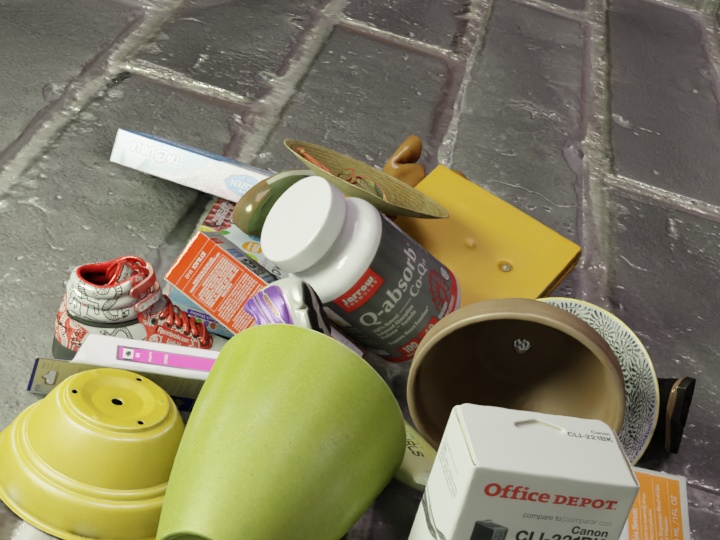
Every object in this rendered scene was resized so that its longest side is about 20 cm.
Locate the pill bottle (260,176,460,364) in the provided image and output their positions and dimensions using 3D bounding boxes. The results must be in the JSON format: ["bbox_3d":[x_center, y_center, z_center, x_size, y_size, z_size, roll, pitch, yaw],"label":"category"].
[{"bbox_3d":[0.000,0.000,1.489,0.199,0.116,0.116,37,11,-36],"label":"pill bottle"}]

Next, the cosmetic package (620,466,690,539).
[{"bbox_3d":[0.194,0.226,1.349,0.197,0.072,0.102,12,48,-8],"label":"cosmetic package"}]

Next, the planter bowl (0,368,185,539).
[{"bbox_3d":[-0.216,0.143,1.291,0.198,0.084,0.201,13,26,-6],"label":"planter bowl"}]

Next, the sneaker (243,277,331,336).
[{"bbox_3d":[-0.058,0.110,1.390,0.082,0.203,0.081,-19,-12,16],"label":"sneaker"}]

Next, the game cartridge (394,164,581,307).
[{"bbox_3d":[0.120,-0.019,1.660,0.199,0.033,0.176,32,50,21],"label":"game cartridge"}]

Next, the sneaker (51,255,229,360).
[{"bbox_3d":[-0.194,0.049,1.454,0.199,0.109,0.067,9,27,-16],"label":"sneaker"}]

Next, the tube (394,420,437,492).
[{"bbox_3d":[0.047,0.171,1.357,0.057,0.053,0.200,-18,17,-14],"label":"tube"}]

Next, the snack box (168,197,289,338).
[{"bbox_3d":[-0.107,0.007,1.634,0.166,0.068,0.201,17,27,2],"label":"snack box"}]

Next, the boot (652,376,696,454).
[{"bbox_3d":[0.272,0.135,1.554,0.137,0.078,0.200,17,-10,11],"label":"boot"}]

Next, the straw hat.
[{"bbox_3d":[-0.011,-0.062,1.588,0.199,0.086,0.201,24,10,-5],"label":"straw hat"}]

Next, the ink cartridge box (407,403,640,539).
[{"bbox_3d":[0.121,0.219,1.206,0.142,0.202,0.084,8,27,-15],"label":"ink cartridge box"}]

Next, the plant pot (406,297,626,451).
[{"bbox_3d":[0.146,0.094,1.385,0.198,0.203,0.093,16,37,0],"label":"plant pot"}]

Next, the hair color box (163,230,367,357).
[{"bbox_3d":[-0.090,0.044,1.474,0.199,0.064,0.111,39,3,2],"label":"hair color box"}]

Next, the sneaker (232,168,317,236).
[{"bbox_3d":[-0.043,-0.066,1.661,0.090,0.068,0.199,36,33,29],"label":"sneaker"}]

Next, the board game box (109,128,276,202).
[{"bbox_3d":[-0.176,-0.116,1.778,0.197,0.044,0.199,18,5,5],"label":"board game box"}]

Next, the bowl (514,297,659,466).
[{"bbox_3d":[0.196,0.139,1.488,0.199,0.202,0.094,25,-16,18],"label":"bowl"}]

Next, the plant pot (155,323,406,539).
[{"bbox_3d":[-0.083,0.180,1.224,0.185,0.189,0.201,22,42,11],"label":"plant pot"}]

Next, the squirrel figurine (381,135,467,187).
[{"bbox_3d":[0.084,-0.031,1.783,0.185,0.142,0.200,33,43,9],"label":"squirrel figurine"}]

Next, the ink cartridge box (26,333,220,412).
[{"bbox_3d":[-0.204,0.096,1.379,0.197,0.095,0.038,7,65,-16],"label":"ink cartridge box"}]
